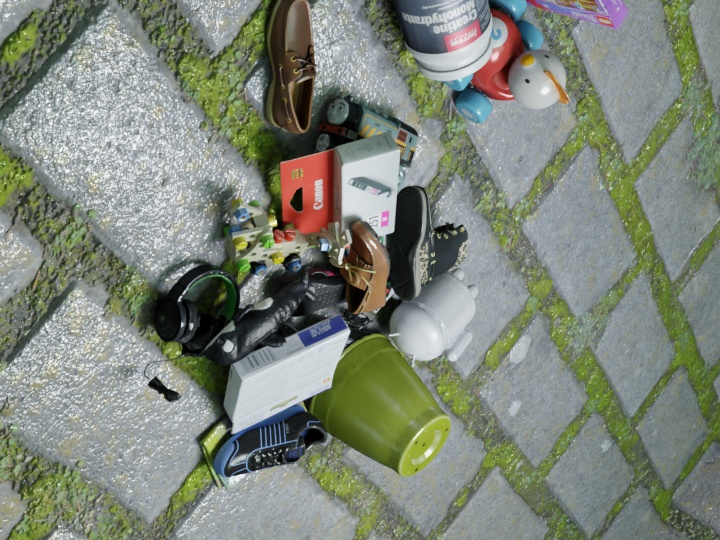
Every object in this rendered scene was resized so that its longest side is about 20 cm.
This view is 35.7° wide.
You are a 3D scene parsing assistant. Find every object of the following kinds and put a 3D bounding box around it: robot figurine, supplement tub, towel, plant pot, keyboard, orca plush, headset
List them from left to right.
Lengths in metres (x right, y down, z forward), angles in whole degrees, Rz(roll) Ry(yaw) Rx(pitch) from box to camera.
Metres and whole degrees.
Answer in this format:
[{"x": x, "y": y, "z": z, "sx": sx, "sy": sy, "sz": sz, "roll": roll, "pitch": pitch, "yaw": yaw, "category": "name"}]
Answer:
[{"x": -0.243, "y": 0.091, "z": 1.629, "sx": 0.201, "sy": 0.094, "sz": 0.123, "roll": -56, "pitch": 141, "yaw": -6, "category": "headset"}, {"x": -0.173, "y": 0.265, "z": 1.870, "sx": 0.199, "sy": 0.023, "sz": 0.145, "roll": -38, "pitch": 137, "yaw": -25, "category": "towel"}, {"x": -0.131, "y": 0.088, "z": 1.647, "sx": 0.199, "sy": 0.071, "sz": 0.106, "roll": -30, "pitch": 159, "yaw": -39, "category": "orca plush"}, {"x": -0.027, "y": 0.109, "z": 1.918, "sx": 0.104, "sy": 0.040, "sz": 0.199, "roll": -51, "pitch": 153, "yaw": 10, "category": "keyboard"}, {"x": 0.048, "y": 0.246, "z": 1.933, "sx": 0.200, "sy": 0.192, "sz": 0.202, "roll": -35, "pitch": 145, "yaw": -28, "category": "plant pot"}, {"x": 0.127, "y": 0.080, "z": 1.987, "sx": 0.200, "sy": 0.170, "sz": 0.113, "roll": -45, "pitch": 180, "yaw": -34, "category": "robot figurine"}, {"x": 0.120, "y": -0.401, "z": 1.670, "sx": 0.140, "sy": 0.140, "sz": 0.201, "roll": -42, "pitch": 138, "yaw": -19, "category": "supplement tub"}]

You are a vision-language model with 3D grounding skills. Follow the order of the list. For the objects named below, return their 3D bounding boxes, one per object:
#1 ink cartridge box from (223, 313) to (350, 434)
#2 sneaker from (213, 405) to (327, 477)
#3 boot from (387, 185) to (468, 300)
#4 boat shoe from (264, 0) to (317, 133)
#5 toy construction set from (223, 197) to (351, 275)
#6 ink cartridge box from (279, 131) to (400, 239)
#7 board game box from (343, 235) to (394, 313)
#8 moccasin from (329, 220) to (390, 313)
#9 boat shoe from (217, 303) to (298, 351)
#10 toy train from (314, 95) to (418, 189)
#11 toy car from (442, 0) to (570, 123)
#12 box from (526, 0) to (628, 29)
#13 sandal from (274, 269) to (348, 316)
[{"x": -0.121, "y": 0.165, "z": 1.774, "sx": 0.198, "sy": 0.041, "sz": 0.201, "roll": -23, "pitch": 155, "yaw": -25, "category": "ink cartridge box"}, {"x": -0.144, "y": 0.291, "z": 1.838, "sx": 0.199, "sy": 0.078, "sz": 0.071, "roll": -28, "pitch": 132, "yaw": -33, "category": "sneaker"}, {"x": 0.118, "y": -0.066, "z": 1.889, "sx": 0.153, "sy": 0.073, "sz": 0.206, "roll": -28, "pitch": 130, "yaw": -43, "category": "boot"}, {"x": -0.088, "y": -0.289, "z": 1.574, "sx": 0.071, "sy": 0.067, "sz": 0.202, "roll": -19, "pitch": 126, "yaw": -38, "category": "boat shoe"}, {"x": -0.116, "y": -0.047, "z": 1.654, "sx": 0.198, "sy": 0.093, "sz": 0.132, "roll": 7, "pitch": 140, "yaw": -26, "category": "toy construction set"}, {"x": -0.031, "y": -0.108, "z": 1.679, "sx": 0.172, "sy": 0.044, "sz": 0.201, "roll": -18, "pitch": 147, "yaw": -13, "category": "ink cartridge box"}, {"x": 0.023, "y": -0.034, "z": 1.880, "sx": 0.126, "sy": 0.034, "sz": 0.201, "roll": -47, "pitch": 139, "yaw": -16, "category": "board game box"}, {"x": -0.001, "y": -0.001, "z": 1.747, "sx": 0.077, "sy": 0.074, "sz": 0.202, "roll": -26, "pitch": 153, "yaw": -18, "category": "moccasin"}, {"x": -0.143, "y": 0.106, "z": 1.767, "sx": 0.070, "sy": 0.066, "sz": 0.200, "roll": -56, "pitch": 141, "yaw": -4, "category": "boat shoe"}, {"x": 0.009, "y": -0.195, "z": 1.735, "sx": 0.199, "sy": 0.085, "sz": 0.115, "roll": 19, "pitch": 87, "yaw": -48, "category": "toy train"}, {"x": 0.262, "y": -0.331, "z": 1.817, "sx": 0.185, "sy": 0.199, "sz": 0.177, "roll": -52, "pitch": 140, "yaw": -9, "category": "toy car"}, {"x": 0.319, "y": -0.460, "z": 1.796, "sx": 0.039, "sy": 0.199, "sz": 0.137, "roll": -58, "pitch": 141, "yaw": -4, "category": "box"}, {"x": -0.064, "y": 0.028, "z": 1.812, "sx": 0.198, "sy": 0.045, "sz": 0.076, "roll": -9, "pitch": 140, "yaw": -40, "category": "sandal"}]
